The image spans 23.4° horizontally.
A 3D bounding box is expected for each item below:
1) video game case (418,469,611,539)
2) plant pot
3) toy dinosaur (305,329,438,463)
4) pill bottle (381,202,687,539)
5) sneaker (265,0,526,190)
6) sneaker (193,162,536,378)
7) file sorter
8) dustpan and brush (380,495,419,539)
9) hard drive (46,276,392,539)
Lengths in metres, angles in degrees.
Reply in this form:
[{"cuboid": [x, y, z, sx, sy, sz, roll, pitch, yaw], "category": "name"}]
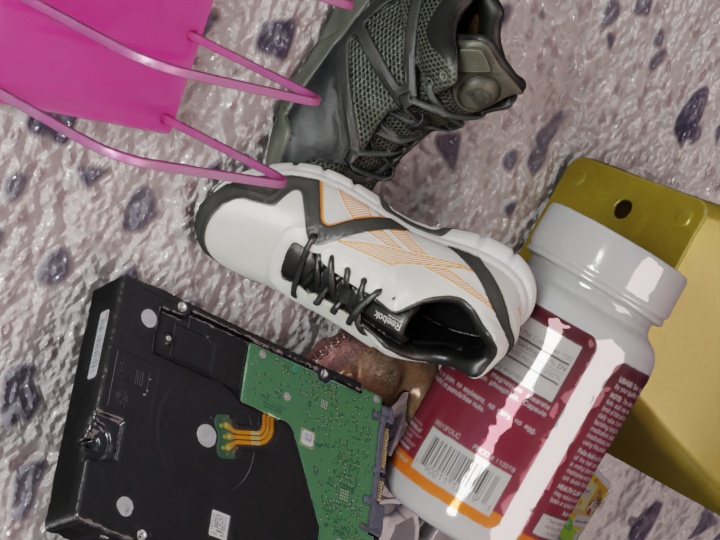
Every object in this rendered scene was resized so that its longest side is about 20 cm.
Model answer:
[{"cuboid": [0.110, 0.204, 1.357, 0.183, 0.023, 0.200, -56, 142, -9], "category": "video game case"}, {"cuboid": [0.212, 0.031, 1.244, 0.176, 0.199, 0.201, 33, 86, -42], "category": "plant pot"}, {"cuboid": [-0.002, 0.060, 1.087, 0.200, 0.086, 0.136, -48, 141, -12], "category": "toy dinosaur"}, {"cuboid": [0.107, 0.069, 1.051, 0.114, 0.114, 0.201, 28, 93, -53], "category": "pill bottle"}, {"cuboid": [0.019, -0.089, 0.996, 0.076, 0.114, 0.201, 22, 97, -51], "category": "sneaker"}, {"cuboid": [0.000, 0.000, 0.966, 0.080, 0.198, 0.074, -68, 173, -57], "category": "sneaker"}, {"cuboid": [-0.078, -0.152, 0.829, 0.138, 0.125, 0.202, 6, 107, -51], "category": "file sorter"}, {"cuboid": [0.010, 0.176, 1.188, 0.201, 0.057, 0.140, -56, 143, -9], "category": "dustpan and brush"}, {"cuboid": [-0.071, 0.105, 0.960, 0.199, 0.038, 0.141, 26, 58, -33], "category": "hard drive"}]
